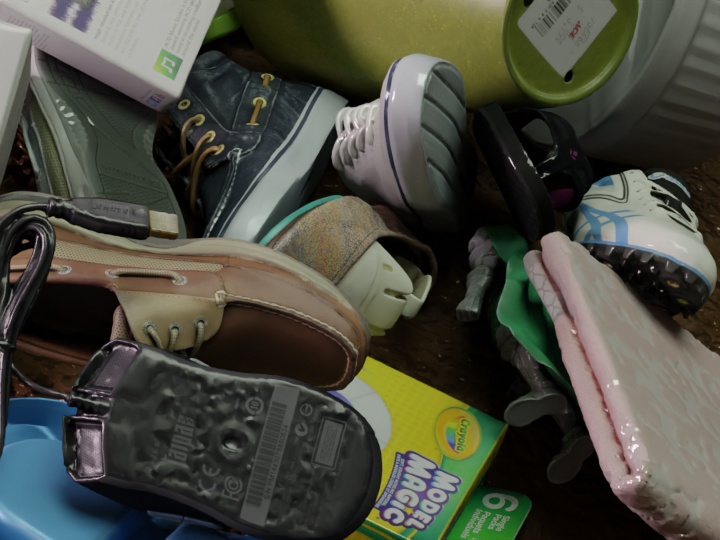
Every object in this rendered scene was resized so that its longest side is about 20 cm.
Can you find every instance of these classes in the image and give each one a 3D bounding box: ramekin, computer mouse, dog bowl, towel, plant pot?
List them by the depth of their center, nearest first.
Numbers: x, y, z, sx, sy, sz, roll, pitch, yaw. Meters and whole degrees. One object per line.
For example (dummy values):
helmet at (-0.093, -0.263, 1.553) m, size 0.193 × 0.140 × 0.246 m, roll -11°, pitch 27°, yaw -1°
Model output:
dog bowl at (-0.105, 0.134, 1.252) m, size 0.200 × 0.050 × 0.111 m, roll 30°, pitch 36°, yaw 14°
computer mouse at (-0.085, 0.045, 1.257) m, size 0.199 × 0.046 × 0.141 m, roll 11°, pitch 74°, yaw -8°
towel at (0.167, 0.089, 1.385) m, size 0.200 × 0.032 × 0.191 m, roll 36°, pitch 23°, yaw -34°
plant pot at (0.056, -0.162, 1.556) m, size 0.187 × 0.188 × 0.200 m, roll -7°, pitch 23°, yaw -33°
ramekin at (0.178, -0.151, 1.652) m, size 0.094 × 0.203 × 0.203 m, roll 18°, pitch 34°, yaw -23°

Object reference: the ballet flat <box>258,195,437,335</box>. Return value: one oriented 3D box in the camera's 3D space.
ballet flat at (0.000, 0.000, 1.421) m, size 0.067 × 0.068 × 0.200 m, roll 39°, pitch 15°, yaw 9°

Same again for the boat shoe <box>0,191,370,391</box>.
boat shoe at (-0.096, 0.026, 1.313) m, size 0.199 × 0.076 × 0.072 m, roll 12°, pitch 39°, yaw 7°

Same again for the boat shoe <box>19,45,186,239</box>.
boat shoe at (-0.143, -0.053, 1.472) m, size 0.074 × 0.065 × 0.202 m, roll 17°, pitch 31°, yaw -33°

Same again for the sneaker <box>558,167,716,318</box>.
sneaker at (0.151, -0.022, 1.494) m, size 0.072 × 0.073 × 0.200 m, roll 33°, pitch 2°, yaw -9°

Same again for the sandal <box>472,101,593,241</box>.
sandal at (0.094, -0.059, 1.504) m, size 0.200 × 0.048 × 0.076 m, roll -56°, pitch 121°, yaw -88°

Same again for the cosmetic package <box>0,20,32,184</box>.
cosmetic package at (-0.219, -0.083, 1.363) m, size 0.107 × 0.085 × 0.200 m, roll 16°, pitch -3°, yaw -5°

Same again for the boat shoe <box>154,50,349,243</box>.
boat shoe at (-0.074, -0.052, 1.504) m, size 0.091 × 0.071 × 0.200 m, roll 21°, pitch 28°, yaw 3°

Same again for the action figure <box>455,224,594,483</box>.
action figure at (0.085, 0.031, 1.452) m, size 0.118 × 0.055 × 0.200 m, roll 56°, pitch 10°, yaw -27°

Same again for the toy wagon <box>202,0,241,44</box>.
toy wagon at (-0.110, -0.206, 1.612) m, size 0.156 × 0.039 × 0.200 m, roll 68°, pitch 21°, yaw -8°

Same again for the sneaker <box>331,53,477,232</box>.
sneaker at (0.018, -0.063, 1.493) m, size 0.070 × 0.200 × 0.073 m, roll 10°, pitch 74°, yaw 9°

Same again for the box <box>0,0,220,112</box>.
box at (-0.160, -0.192, 1.480) m, size 0.200 × 0.036 × 0.145 m, roll 28°, pitch 68°, yaw -15°

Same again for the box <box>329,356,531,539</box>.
box at (-0.017, 0.088, 1.360) m, size 0.199 × 0.048 × 0.117 m, roll 27°, pitch 36°, yaw 6°
